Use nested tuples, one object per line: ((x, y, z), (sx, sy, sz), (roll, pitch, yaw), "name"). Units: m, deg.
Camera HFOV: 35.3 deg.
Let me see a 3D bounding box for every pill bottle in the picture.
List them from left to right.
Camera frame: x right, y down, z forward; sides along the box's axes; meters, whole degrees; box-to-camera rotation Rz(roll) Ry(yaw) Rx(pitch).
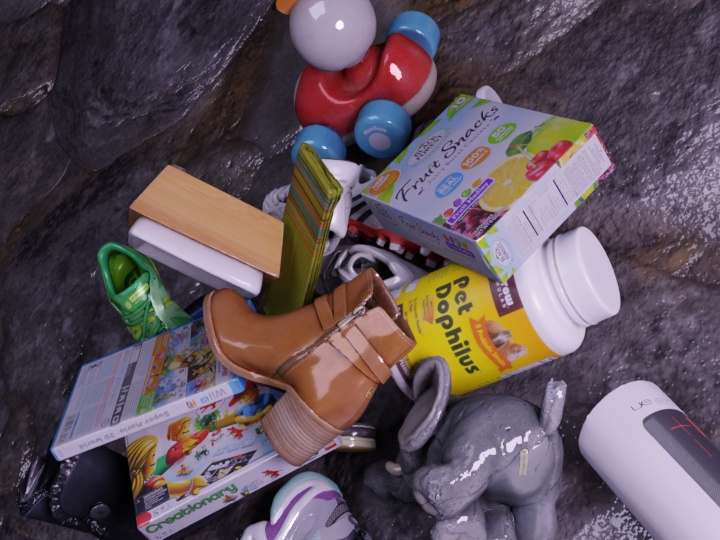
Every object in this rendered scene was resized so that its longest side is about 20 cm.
((0.119, 0.036, 0.977), (0.198, 0.109, 0.111), (-25, 46, 28), "pill bottle")

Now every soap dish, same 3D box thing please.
((-0.158, -0.036, 1.159), (0.082, 0.155, 0.200), (-66, 9, -8), "soap dish")

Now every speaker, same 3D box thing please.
((0.237, 0.167, 0.792), (0.081, 0.081, 0.200), (-45, 40, 7), "speaker")

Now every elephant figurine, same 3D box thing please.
((0.078, 0.142, 0.934), (0.153, 0.143, 0.200), (-24, 25, -8), "elephant figurine")

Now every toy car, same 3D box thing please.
((-0.031, -0.242, 1.234), (0.175, 0.200, 0.186), (-14, 41, 36), "toy car")

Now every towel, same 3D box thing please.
((-0.059, -0.018, 1.108), (0.086, 0.018, 0.203), (-122, 38, -45), "towel")

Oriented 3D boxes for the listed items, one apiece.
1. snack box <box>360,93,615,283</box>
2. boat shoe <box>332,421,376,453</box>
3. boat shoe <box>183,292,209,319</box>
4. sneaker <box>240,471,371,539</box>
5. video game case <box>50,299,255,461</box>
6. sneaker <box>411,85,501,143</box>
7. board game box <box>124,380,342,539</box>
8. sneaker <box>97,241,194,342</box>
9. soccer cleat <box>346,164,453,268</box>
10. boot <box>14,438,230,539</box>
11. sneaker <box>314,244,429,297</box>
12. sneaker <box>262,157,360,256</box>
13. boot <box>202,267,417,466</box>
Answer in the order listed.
((0.104, -0.078, 0.983), (0.142, 0.053, 0.199), (-43, 30, -11), "snack box")
((-0.061, 0.134, 1.096), (0.198, 0.073, 0.066), (6, 81, 43), "boat shoe")
((-0.226, 0.094, 1.288), (0.200, 0.084, 0.069), (-43, 38, 7), "boat shoe")
((-0.069, 0.288, 0.996), (0.201, 0.077, 0.140), (-52, 39, 0), "sneaker")
((-0.197, 0.104, 1.099), (0.197, 0.018, 0.144), (-22, 27, 11), "video game case")
((0.097, -0.089, 1.127), (0.098, 0.071, 0.202), (-25, 41, 31), "sneaker")
((-0.123, 0.151, 1.049), (0.198, 0.035, 0.127), (-28, 45, 5), "board game box")
((-0.225, 0.049, 1.204), (0.074, 0.084, 0.200), (-43, 65, 1), "sneaker")
((0.042, -0.060, 1.153), (0.199, 0.068, 0.087), (19, 87, 54), "soccer cleat")
((-0.226, 0.208, 1.135), (0.199, 0.168, 0.077), (-37, 43, 16), "boot")
((0.000, 0.000, 1.142), (0.199, 0.080, 0.071), (13, 72, 49), "sneaker")
((-0.056, -0.050, 1.175), (0.200, 0.074, 0.083), (141, 129, -68), "sneaker")
((-0.048, 0.049, 0.987), (0.155, 0.076, 0.201), (-46, 48, 13), "boot")
